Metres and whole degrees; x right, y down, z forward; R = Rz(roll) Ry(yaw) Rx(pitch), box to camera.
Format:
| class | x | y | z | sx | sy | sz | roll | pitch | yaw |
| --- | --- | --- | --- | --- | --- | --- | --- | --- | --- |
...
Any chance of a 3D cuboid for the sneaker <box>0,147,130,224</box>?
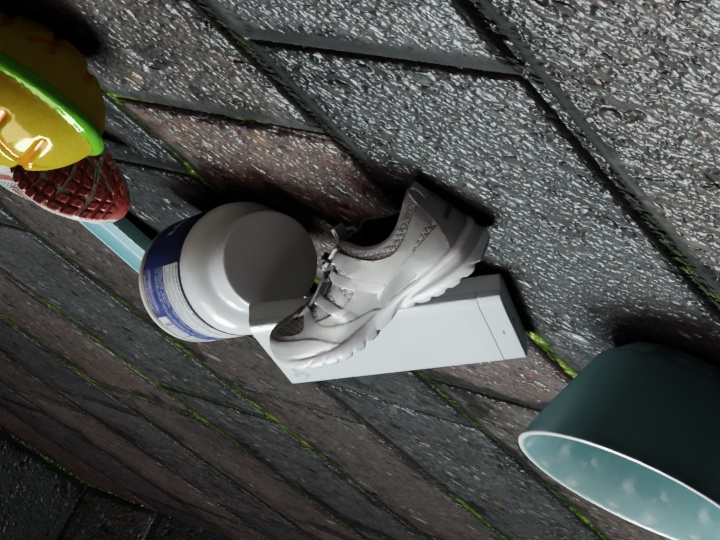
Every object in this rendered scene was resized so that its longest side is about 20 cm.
| class | x | y | z | sx | sy | sz | roll | pitch | yaw |
| --- | --- | --- | --- | --- | --- | --- | --- | --- | --- |
| sneaker | -0.272 | -0.094 | 1.654 | 0.200 | 0.078 | 0.082 | 29 | 172 | 32 |

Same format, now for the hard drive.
| class | x | y | z | sx | sy | sz | roll | pitch | yaw |
| --- | --- | --- | --- | --- | --- | --- | --- | --- | --- |
| hard drive | 0.025 | 0.049 | 1.508 | 0.199 | 0.027 | 0.132 | -7 | 156 | 12 |

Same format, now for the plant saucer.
| class | x | y | z | sx | sy | sz | roll | pitch | yaw |
| --- | --- | --- | --- | --- | --- | --- | --- | --- | --- |
| plant saucer | -0.224 | -0.026 | 1.846 | 0.200 | 0.019 | 0.070 | 44 | 159 | -29 |

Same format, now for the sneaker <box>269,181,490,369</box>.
| class | x | y | z | sx | sy | sz | roll | pitch | yaw |
| --- | --- | --- | --- | --- | --- | --- | --- | --- | --- |
| sneaker | 0.000 | 0.000 | 1.387 | 0.200 | 0.075 | 0.082 | -35 | 106 | 28 |

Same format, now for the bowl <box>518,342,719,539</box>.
| class | x | y | z | sx | sy | sz | roll | pitch | yaw |
| --- | --- | --- | --- | --- | --- | --- | --- | --- | --- |
| bowl | 0.231 | 0.127 | 1.438 | 0.200 | 0.105 | 0.201 | 25 | 164 | 8 |

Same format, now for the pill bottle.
| class | x | y | z | sx | sy | sz | roll | pitch | yaw |
| --- | --- | --- | --- | --- | --- | --- | --- | --- | --- |
| pill bottle | -0.109 | 0.001 | 1.594 | 0.111 | 0.111 | 0.200 | 32 | 164 | -17 |

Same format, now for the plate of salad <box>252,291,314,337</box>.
| class | x | y | z | sx | sy | sz | roll | pitch | yaw |
| --- | --- | --- | --- | --- | --- | --- | --- | --- | --- |
| plate of salad | -0.075 | 0.051 | 1.819 | 0.200 | 0.048 | 0.200 | 25 | 164 | 7 |

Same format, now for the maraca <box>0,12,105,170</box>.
| class | x | y | z | sx | sy | sz | roll | pitch | yaw |
| --- | --- | --- | --- | --- | --- | --- | --- | --- | --- |
| maraca | -0.276 | -0.144 | 1.414 | 0.200 | 0.107 | 0.137 | 29 | 164 | 16 |
